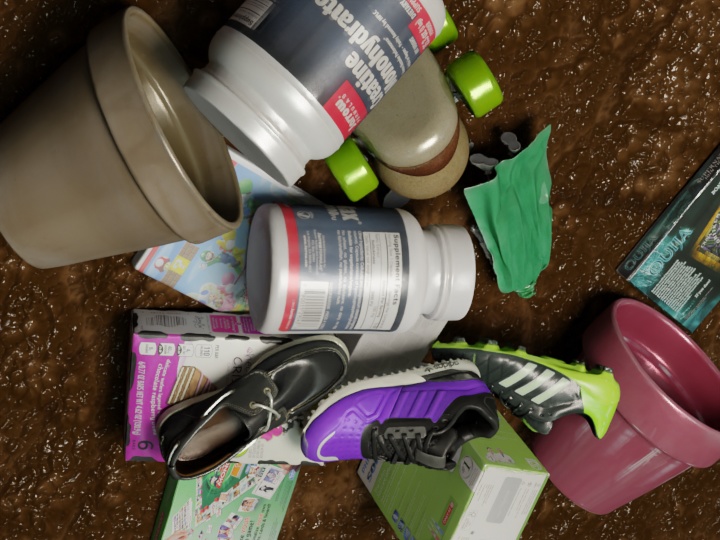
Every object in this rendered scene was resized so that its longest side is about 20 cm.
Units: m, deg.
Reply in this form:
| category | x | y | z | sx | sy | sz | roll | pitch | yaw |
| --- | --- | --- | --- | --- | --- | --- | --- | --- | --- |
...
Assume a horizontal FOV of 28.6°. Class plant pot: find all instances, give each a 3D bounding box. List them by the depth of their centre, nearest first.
| category | x | y | z | sx | sy | sz | roll | pitch | yaw |
| --- | --- | --- | --- | --- | --- | --- | --- | --- | --- |
| plant pot | -0.218 | -0.091 | 1.175 | 0.172 | 0.201 | 0.201 | -24 | 126 | 8 |
| plant pot | 0.289 | 0.162 | 1.545 | 0.198 | 0.201 | 0.179 | 25 | 119 | -33 |

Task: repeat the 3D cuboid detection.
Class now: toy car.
| category | x | y | z | sx | sy | sz | roll | pitch | yaw |
| --- | --- | --- | --- | --- | --- | --- | --- | --- | --- |
| toy car | 0.046 | -0.130 | 1.321 | 0.163 | 0.159 | 0.200 | -33 | 154 | 2 |

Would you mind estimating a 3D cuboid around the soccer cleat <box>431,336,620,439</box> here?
| category | x | y | z | sx | sy | sz | roll | pitch | yaw |
| --- | --- | --- | --- | --- | --- | --- | --- | --- | --- |
| soccer cleat | 0.164 | 0.118 | 1.427 | 0.197 | 0.068 | 0.082 | 14 | 89 | 0 |

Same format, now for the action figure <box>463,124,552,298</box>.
| category | x | y | z | sx | sy | sz | roll | pitch | yaw |
| --- | --- | --- | --- | --- | --- | --- | --- | --- | --- |
| action figure | 0.155 | -0.044 | 1.438 | 0.117 | 0.055 | 0.202 | -32 | 135 | -18 |

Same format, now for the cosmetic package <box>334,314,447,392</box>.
| category | x | y | z | sx | sy | sz | roll | pitch | yaw |
| --- | --- | --- | --- | --- | --- | --- | --- | --- | --- |
| cosmetic package | 0.017 | 0.082 | 1.446 | 0.082 | 0.051 | 0.201 | 25 | 104 | -29 |

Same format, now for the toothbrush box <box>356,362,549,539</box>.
| category | x | y | z | sx | sy | sz | roll | pitch | yaw |
| --- | --- | --- | --- | --- | --- | --- | --- | --- | --- |
| toothbrush box | 0.091 | 0.209 | 1.458 | 0.085 | 0.200 | 0.147 | 11 | 111 | -30 |

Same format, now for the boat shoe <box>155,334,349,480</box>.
| category | x | y | z | sx | sy | sz | roll | pitch | yaw |
| --- | --- | --- | --- | --- | --- | --- | --- | --- | --- |
| boat shoe | -0.095 | 0.130 | 1.305 | 0.198 | 0.068 | 0.072 | -29 | 115 | 0 |

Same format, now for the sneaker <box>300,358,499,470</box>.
| category | x | y | z | sx | sy | sz | roll | pitch | yaw |
| --- | --- | --- | --- | --- | --- | --- | --- | --- | --- |
| sneaker | 0.044 | 0.151 | 1.336 | 0.197 | 0.100 | 0.070 | -17 | 136 | -18 |

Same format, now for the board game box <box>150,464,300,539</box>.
| category | x | y | z | sx | sy | sz | roll | pitch | yaw |
| --- | --- | --- | --- | --- | --- | --- | --- | --- | --- |
| board game box | -0.150 | 0.273 | 1.485 | 0.133 | 0.029 | 0.202 | 8 | 113 | -27 |

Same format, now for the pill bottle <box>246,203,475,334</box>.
| category | x | y | z | sx | sy | sz | roll | pitch | yaw |
| --- | --- | --- | --- | --- | --- | --- | --- | --- | --- |
| pill bottle | 0.000 | 0.000 | 1.317 | 0.197 | 0.120 | 0.121 | 1 | 116 | -17 |

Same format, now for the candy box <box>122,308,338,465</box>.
| category | x | y | z | sx | sy | sz | roll | pitch | yaw |
| --- | --- | --- | --- | --- | --- | --- | --- | --- | --- |
| candy box | -0.127 | 0.114 | 1.361 | 0.197 | 0.061 | 0.138 | 2 | 112 | -12 |

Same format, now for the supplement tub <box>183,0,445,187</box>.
| category | x | y | z | sx | sy | sz | roll | pitch | yaw |
| --- | --- | --- | --- | --- | --- | --- | --- | --- | --- |
| supplement tub | -0.038 | -0.185 | 1.177 | 0.200 | 0.140 | 0.140 | -49 | 126 | -6 |

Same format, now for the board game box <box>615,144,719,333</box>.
| category | x | y | z | sx | sy | sz | roll | pitch | yaw |
| --- | --- | --- | --- | --- | --- | --- | --- | --- | --- |
| board game box | 0.391 | -0.041 | 1.569 | 0.135 | 0.028 | 0.201 | 34 | 99 | -34 |

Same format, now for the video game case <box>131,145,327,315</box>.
| category | x | y | z | sx | sy | sz | roll | pitch | yaw |
| --- | --- | --- | --- | --- | --- | --- | --- | --- | --- |
| video game case | -0.101 | -0.021 | 1.356 | 0.199 | 0.017 | 0.144 | 29 | 102 | -34 |
